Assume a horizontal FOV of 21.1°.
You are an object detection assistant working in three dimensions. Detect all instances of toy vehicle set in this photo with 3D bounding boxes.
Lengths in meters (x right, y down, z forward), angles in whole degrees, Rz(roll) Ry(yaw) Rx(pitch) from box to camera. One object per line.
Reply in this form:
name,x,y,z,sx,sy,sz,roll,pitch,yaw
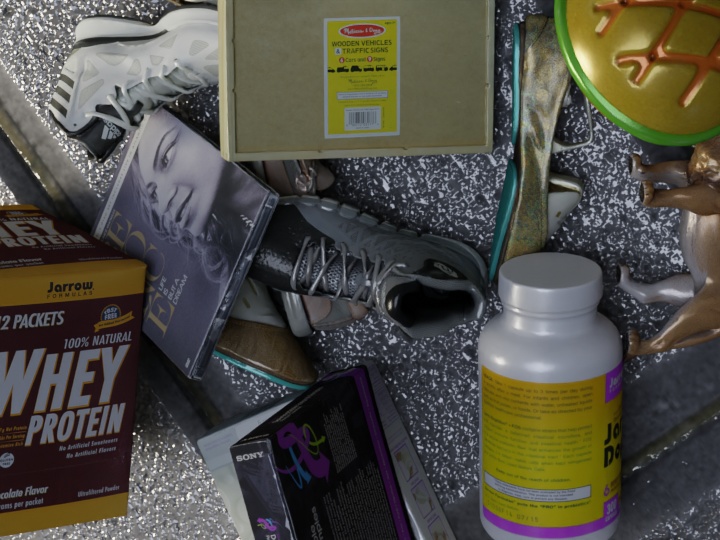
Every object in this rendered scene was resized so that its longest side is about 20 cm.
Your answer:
toy vehicle set,-0.002,-0.144,1.378,0.199,0.027,0.125,-2,102,-15

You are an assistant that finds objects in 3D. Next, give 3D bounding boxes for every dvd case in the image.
dvd case,-0.140,-0.029,1.443,0.200,0.016,0.149,39,110,49

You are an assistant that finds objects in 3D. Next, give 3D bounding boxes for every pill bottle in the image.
pill bottle,0.135,0.094,1.383,0.104,0.104,0.201,5,112,19

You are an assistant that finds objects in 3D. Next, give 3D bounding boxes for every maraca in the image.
maraca,0.190,-0.176,1.315,0.201,0.137,0.107,62,157,11

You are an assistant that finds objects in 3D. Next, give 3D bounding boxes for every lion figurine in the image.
lion figurine,0.247,-0.021,1.354,0.122,0.073,0.201,1,119,-8

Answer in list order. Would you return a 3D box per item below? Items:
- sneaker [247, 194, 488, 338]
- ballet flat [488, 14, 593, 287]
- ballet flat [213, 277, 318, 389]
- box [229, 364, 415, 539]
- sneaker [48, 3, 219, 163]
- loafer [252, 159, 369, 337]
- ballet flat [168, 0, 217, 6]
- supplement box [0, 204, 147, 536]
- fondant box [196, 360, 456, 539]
sneaker,0.000,0.000,1.381,0.199,0.116,0.075,9,105,-6
ballet flat,0.132,-0.081,1.384,0.070,0.071,0.201,10,105,18
ballet flat,-0.115,0.029,1.498,0.199,0.068,0.073,19,95,26
box,-0.023,0.160,1.356,0.036,0.200,0.144,-13,96,20
sneaker,-0.150,-0.128,1.428,0.200,0.076,0.116,2,61,39
loafer,-0.041,-0.051,1.457,0.062,0.072,0.201,-10,105,5
ballet flat,-0.082,-0.193,1.436,0.199,0.063,0.069,24,107,14
supplement box,-0.274,0.070,1.482,0.197,0.132,0.201,24,113,50
fondant box,-0.018,0.190,1.499,0.144,0.058,0.201,-24,94,22
